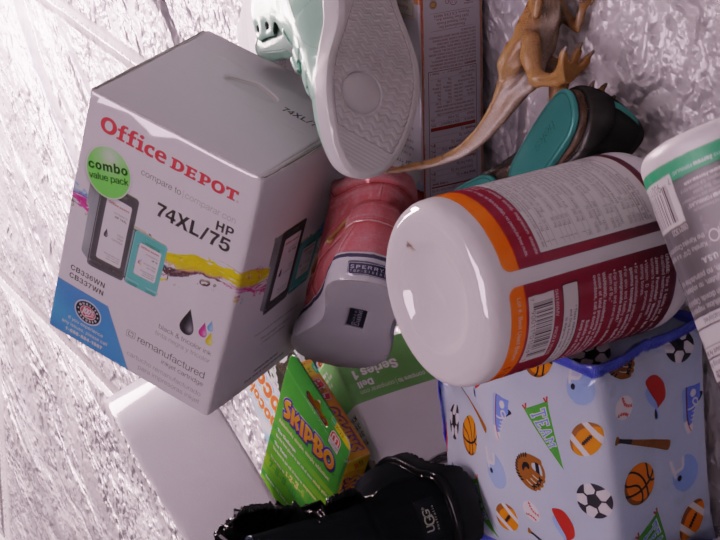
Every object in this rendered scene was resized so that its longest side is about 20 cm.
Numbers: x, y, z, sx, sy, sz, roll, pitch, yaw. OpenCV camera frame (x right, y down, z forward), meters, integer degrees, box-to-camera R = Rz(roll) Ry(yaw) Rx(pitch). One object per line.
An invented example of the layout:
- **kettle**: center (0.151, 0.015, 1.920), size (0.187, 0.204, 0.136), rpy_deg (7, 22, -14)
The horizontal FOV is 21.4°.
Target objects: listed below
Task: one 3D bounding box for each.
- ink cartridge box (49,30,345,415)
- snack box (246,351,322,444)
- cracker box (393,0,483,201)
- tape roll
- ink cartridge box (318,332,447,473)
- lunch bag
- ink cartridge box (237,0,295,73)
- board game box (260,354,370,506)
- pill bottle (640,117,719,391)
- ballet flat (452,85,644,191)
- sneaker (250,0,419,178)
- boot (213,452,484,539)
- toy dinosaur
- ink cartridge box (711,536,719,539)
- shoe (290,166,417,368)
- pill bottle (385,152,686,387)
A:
- **ink cartridge box**: center (-0.108, -0.037, 1.344), size (0.146, 0.146, 0.200), rpy_deg (28, 124, 19)
- **snack box**: center (-0.062, 0.084, 1.630), size (0.116, 0.037, 0.201), rpy_deg (-43, 66, 58)
- **cracker box**: center (0.029, -0.145, 1.351), size (0.134, 0.058, 0.201), rpy_deg (30, 127, 53)
- **tape roll**: center (-0.109, 0.164, 1.414), size (0.203, 0.071, 0.202), rpy_deg (58, 173, 11)
- **ink cartridge box**: center (0.030, 0.171, 1.463), size (0.200, 0.084, 0.146), rpy_deg (63, 149, 22)
- **lunch bag**: center (0.126, 0.096, 1.231), size (0.200, 0.124, 0.171), rpy_deg (14, 117, 49)
- **ink cartridge box**: center (-0.063, -0.156, 1.479), size (0.200, 0.050, 0.109), rpy_deg (145, 117, -83)
- **board game box**: center (-0.039, 0.156, 1.461), size (0.096, 0.030, 0.200), rpy_deg (56, 151, 31)
- **pill bottle**: center (0.234, 0.015, 1.017), size (0.113, 0.113, 0.201), rpy_deg (-33, 75, 59)
- **ballet flat**: center (0.111, -0.044, 1.215), size (0.200, 0.068, 0.068), rpy_deg (-42, 45, 47)
- **sneaker**: center (-0.023, -0.141, 1.291), size (0.118, 0.074, 0.201), rpy_deg (-33, 57, 53)
- **boot**: center (-0.025, 0.179, 1.284), size (0.200, 0.168, 0.077), rpy_deg (157, 99, -73)
- **toy dinosaur**: center (0.106, -0.126, 1.219), size (0.106, 0.060, 0.200), rpy_deg (37, 106, 46)
- **ink cartridge box**: center (0.193, 0.278, 1.171), size (0.083, 0.145, 0.201), rpy_deg (43, 137, 42)
- **shoe**: center (0.000, 0.000, 1.337), size (0.200, 0.071, 0.091), rpy_deg (114, 168, -68)
- **pill bottle**: center (0.124, -0.008, 1.107), size (0.109, 0.200, 0.110), rpy_deg (32, 129, 50)
